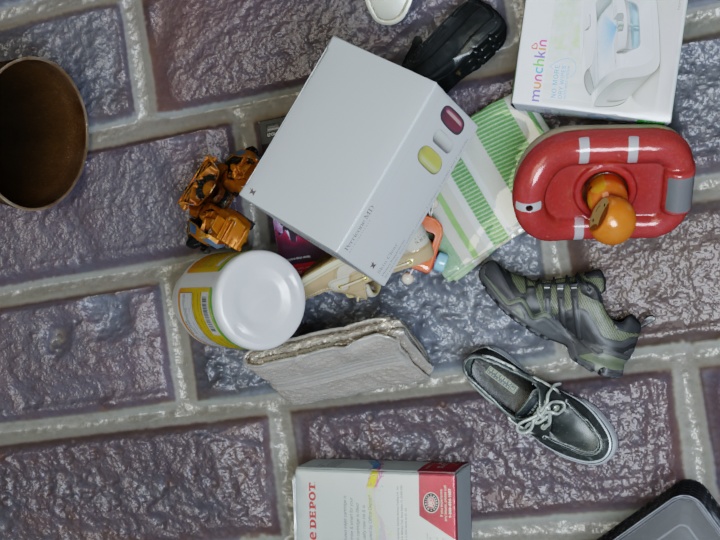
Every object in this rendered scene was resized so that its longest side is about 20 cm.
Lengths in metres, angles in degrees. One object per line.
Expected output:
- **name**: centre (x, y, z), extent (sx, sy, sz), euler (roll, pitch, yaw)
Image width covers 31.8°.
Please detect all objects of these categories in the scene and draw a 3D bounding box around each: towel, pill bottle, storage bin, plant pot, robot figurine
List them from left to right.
- **plant pot**: centre (-0.483, -0.176, 1.610), extent (0.198, 0.186, 0.190), euler (5, 93, 32)
- **robot figurine**: centre (-0.160, -0.088, 1.492), extent (0.058, 0.200, 0.146), euler (34, 85, -25)
- **pill bottle**: centre (-0.152, 0.034, 1.482), extent (0.110, 0.199, 0.113), euler (1, 89, -27)
- **towel**: centre (-0.022, 0.111, 1.479), extent (0.198, 0.133, 0.035), euler (-14, 57, 18)
- **towel**: centre (0.145, -0.100, 1.474), extent (0.199, 0.023, 0.154), euler (-33, 81, 17)
- **storage bin**: centre (0.325, 0.341, 1.388), extent (0.199, 0.094, 0.136), euler (-39, 80, 16)

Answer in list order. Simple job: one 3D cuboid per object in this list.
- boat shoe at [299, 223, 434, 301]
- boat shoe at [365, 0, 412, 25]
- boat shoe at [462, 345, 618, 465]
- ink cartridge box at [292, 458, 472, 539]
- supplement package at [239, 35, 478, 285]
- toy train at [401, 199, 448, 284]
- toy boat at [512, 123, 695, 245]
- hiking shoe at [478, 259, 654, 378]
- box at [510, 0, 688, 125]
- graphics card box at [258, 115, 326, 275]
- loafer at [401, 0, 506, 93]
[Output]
- **boat shoe**: centre (0.000, 0.000, 1.433), extent (0.199, 0.074, 0.070), euler (-28, 102, 39)
- **boat shoe**: centre (0.031, -0.390, 1.480), extent (0.074, 0.062, 0.203), euler (-6, 98, 2)
- **boat shoe**: centre (0.202, 0.154, 1.436), extent (0.199, 0.068, 0.074), euler (40, 103, 13)
- **ink cartridge box**: centre (0.027, 0.300, 1.490), extent (0.197, 0.083, 0.148), euler (0, 92, 18)
- **supplement package**: centre (-0.001, -0.117, 1.341), extent (0.155, 0.111, 0.201), euler (30, 89, 35)
- **toy train**: centre (0.023, -0.081, 1.454), extent (0.198, 0.056, 0.152), euler (24, 90, 2)
- **toy boat**: centre (0.262, -0.076, 1.351), extent (0.197, 0.131, 0.132), euler (-1, 125, 4)
- **hiking shoe**: centre (0.230, 0.033, 1.430), extent (0.199, 0.076, 0.101), euler (34, 93, 5)
- **box**: centre (0.264, -0.269, 1.384), extent (0.174, 0.097, 0.203), euler (9, 94, 9)
- **graphics card box**: centre (-0.046, -0.091, 1.521), extent (0.124, 0.051, 0.203), euler (-8, 88, 17)
- **loafer**: centre (0.079, -0.236, 1.457), extent (0.200, 0.068, 0.070), euler (-41, 62, -4)
